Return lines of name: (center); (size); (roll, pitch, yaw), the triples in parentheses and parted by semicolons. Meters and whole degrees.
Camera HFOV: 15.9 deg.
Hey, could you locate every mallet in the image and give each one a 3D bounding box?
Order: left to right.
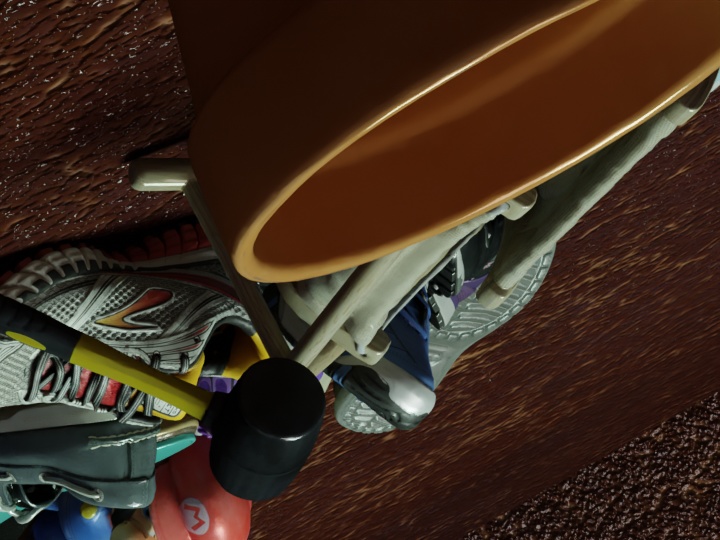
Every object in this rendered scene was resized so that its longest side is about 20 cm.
mallet: (-0.106, 0.030, 1.043); (0.066, 0.200, 0.041); (-50, -165, 55)

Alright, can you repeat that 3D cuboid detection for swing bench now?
swing bench: (0.038, -0.059, 1.079); (0.200, 0.130, 0.199); (-21, 165, -29)

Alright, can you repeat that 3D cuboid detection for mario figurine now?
mario figurine: (-0.150, 0.145, 1.480); (0.200, 0.106, 0.123); (-10, 149, 43)

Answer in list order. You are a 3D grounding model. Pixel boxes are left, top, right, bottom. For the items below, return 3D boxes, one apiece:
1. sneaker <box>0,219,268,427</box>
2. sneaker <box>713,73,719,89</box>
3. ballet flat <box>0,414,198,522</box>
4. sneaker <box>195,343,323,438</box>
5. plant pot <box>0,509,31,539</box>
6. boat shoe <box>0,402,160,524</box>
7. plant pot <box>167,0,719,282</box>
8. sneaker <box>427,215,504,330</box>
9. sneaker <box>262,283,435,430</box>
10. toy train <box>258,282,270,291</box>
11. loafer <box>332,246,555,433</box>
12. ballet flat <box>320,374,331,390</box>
sneaker: (-0.116, 0.033, 1.217); (0.200, 0.082, 0.078); (-17, 152, -42)
sneaker: (0.150, -0.113, 1.240); (0.082, 0.074, 0.200); (-27, 168, -22)
ballet flat: (-0.184, 0.101, 1.396); (0.200, 0.063, 0.069); (-25, 169, 14)
sneaker: (-0.083, 0.077, 1.497); (0.080, 0.084, 0.200); (-21, 167, -32)
plant pot: (-0.227, 0.255, 1.707); (0.200, 0.200, 0.177); (-33, 156, 22)
boat shoe: (-0.179, 0.101, 1.318); (0.200, 0.062, 0.073); (-11, -179, 39)
plant pot: (0.020, -0.105, 0.808); (0.200, 0.140, 0.200); (-26, 168, -6)
sneaker: (0.054, -0.033, 1.418); (0.088, 0.076, 0.200); (-42, 174, -7)
sneaker: (0.000, 0.000, 1.216); (0.077, 0.200, 0.076); (-42, 124, 12)
toy train: (-0.082, 0.022, 1.383); (0.200, 0.034, 0.046); (-34, 165, 27)
loafer: (0.042, 0.015, 1.595); (0.075, 0.070, 0.200); (19, 125, -39)
ballet flat: (-0.045, 0.072, 1.629); (0.069, 0.070, 0.200); (-24, 167, -17)
